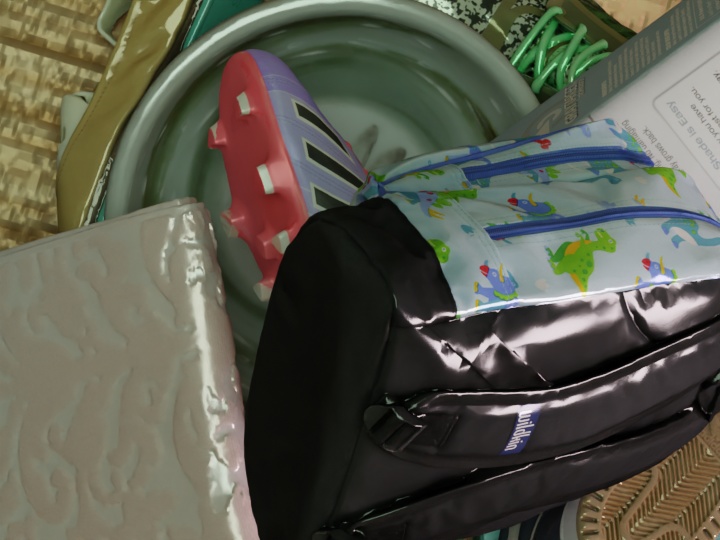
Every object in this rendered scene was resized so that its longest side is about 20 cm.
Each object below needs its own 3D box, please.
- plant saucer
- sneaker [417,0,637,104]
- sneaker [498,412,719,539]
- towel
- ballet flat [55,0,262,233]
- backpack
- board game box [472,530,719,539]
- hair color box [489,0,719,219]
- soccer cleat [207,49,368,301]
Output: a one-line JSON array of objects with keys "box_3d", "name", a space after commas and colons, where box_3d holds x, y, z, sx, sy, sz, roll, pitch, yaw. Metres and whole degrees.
[{"box_3d": [-0.012, -0.025, 1.265, 0.199, 0.050, 0.201, -2, 105, -8], "name": "plant saucer"}, {"box_3d": [0.102, -0.083, 1.267, 0.199, 0.089, 0.077, 31, 86, 0], "name": "sneaker"}, {"box_3d": [0.136, 0.082, 1.228, 0.200, 0.108, 0.070, -34, 85, -34], "name": "sneaker"}, {"box_3d": [-0.118, 0.087, 1.229, 0.190, 0.032, 0.201, -15, 85, 38], "name": "towel"}, {"box_3d": [-0.094, -0.081, 1.285, 0.063, 0.069, 0.201, 22, 83, 28], "name": "ballet flat"}, {"box_3d": [0.059, 0.023, 1.090, 0.199, 0.164, 0.154, -5, 44, -22], "name": "backpack"}, {"box_3d": [0.125, 0.157, 1.273, 0.150, 0.047, 0.201, -1, 86, -2], "name": "board game box"}, {"box_3d": [0.132, -0.044, 1.196, 0.200, 0.061, 0.099, -36, 106, 16], "name": "hair color box"}, {"box_3d": [0.000, 0.000, 1.198, 0.076, 0.067, 0.201, -17, 78, -24], "name": "soccer cleat"}]
